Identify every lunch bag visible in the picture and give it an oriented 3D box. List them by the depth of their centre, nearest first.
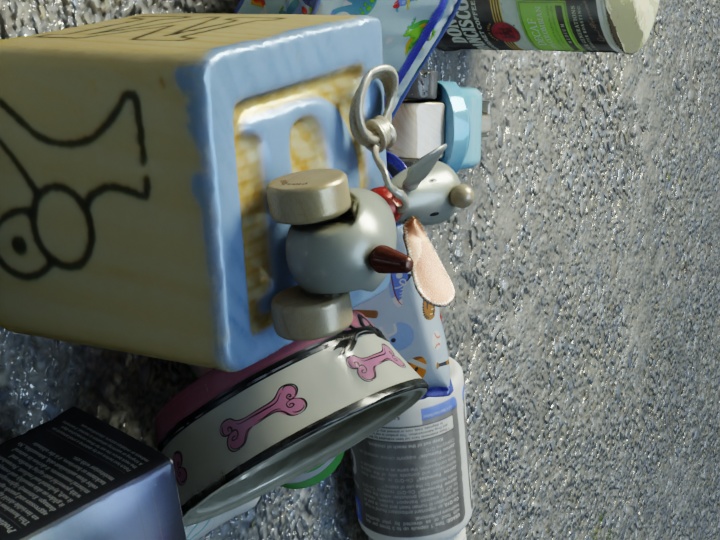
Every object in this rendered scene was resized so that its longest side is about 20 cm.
[{"bbox_3d":[-0.022,-0.164,1.031,0.160,0.083,0.201,-4,138,-46],"label":"lunch bag"},{"bbox_3d":[0.000,0.000,1.131,0.200,0.122,0.172,-111,-174,-65],"label":"lunch bag"}]

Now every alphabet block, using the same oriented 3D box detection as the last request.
[{"bbox_3d":[-0.113,-0.063,0.901,0.196,0.198,0.198,-23,116,-54],"label":"alphabet block"}]

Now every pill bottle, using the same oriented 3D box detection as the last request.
[{"bbox_3d":[0.048,0.188,1.289,0.113,0.113,0.203,-31,121,-52],"label":"pill bottle"}]

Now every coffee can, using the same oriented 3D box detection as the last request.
[{"bbox_3d":[0.169,-0.283,1.311,0.146,0.198,0.149,-16,109,-56],"label":"coffee can"}]

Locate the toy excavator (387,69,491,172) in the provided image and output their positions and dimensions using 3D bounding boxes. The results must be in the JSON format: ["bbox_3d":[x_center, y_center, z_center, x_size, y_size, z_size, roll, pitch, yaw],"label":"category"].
[{"bbox_3d":[0.074,-0.133,1.266,0.198,0.194,0.101,-2,99,-29],"label":"toy excavator"}]

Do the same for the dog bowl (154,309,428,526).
[{"bbox_3d":[-0.055,0.099,0.954,0.199,0.199,0.074,-9,67,-57],"label":"dog bowl"}]

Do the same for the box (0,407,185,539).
[{"bbox_3d":[-0.206,0.225,0.827,0.197,0.122,0.203,-25,118,-36],"label":"box"}]

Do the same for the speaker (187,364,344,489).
[{"bbox_3d":[-0.079,0.088,1.093,0.089,0.088,0.201,-60,142,-32],"label":"speaker"}]

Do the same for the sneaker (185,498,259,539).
[{"bbox_3d":[-0.151,0.184,1.025,0.199,0.070,0.081,-2,112,-55],"label":"sneaker"}]

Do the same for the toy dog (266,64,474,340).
[{"bbox_3d":[0.022,-0.030,0.846,0.200,0.095,0.133,-52,138,-39],"label":"toy dog"}]
